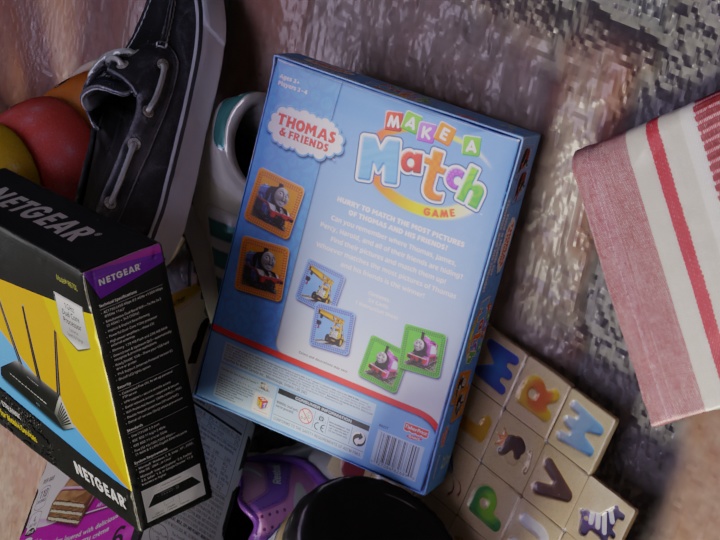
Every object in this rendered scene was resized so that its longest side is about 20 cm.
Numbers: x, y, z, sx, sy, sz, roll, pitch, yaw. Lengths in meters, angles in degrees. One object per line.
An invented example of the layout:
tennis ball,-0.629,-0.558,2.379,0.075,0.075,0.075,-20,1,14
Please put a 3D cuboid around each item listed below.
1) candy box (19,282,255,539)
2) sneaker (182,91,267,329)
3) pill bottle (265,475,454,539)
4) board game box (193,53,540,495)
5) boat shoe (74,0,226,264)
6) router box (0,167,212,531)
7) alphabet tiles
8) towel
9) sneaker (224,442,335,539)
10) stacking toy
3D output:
candy box,-0.131,0.113,1.007,0.136,0.061,0.201,-23,40,41
sneaker,-0.048,-0.011,0.974,0.093,0.070,0.201,-37,71,49
pill bottle,-0.034,0.210,0.916,0.112,0.111,0.200,55,132,19
board game box,0.000,0.000,0.907,0.150,0.037,0.202,21,106,21
boat shoe,-0.131,-0.101,0.980,0.071,0.067,0.202,-19,56,50
router box,-0.163,0.037,0.921,0.199,0.051,0.151,22,127,52
alphabet tiles,0.060,0.119,0.910,0.200,0.006,0.168,37,111,40
towel,0.196,-0.018,0.771,0.199,0.023,0.145,-21,83,43
sneaker,-0.092,0.154,1.049,0.199,0.088,0.081,-14,92,46
stacking toy,-0.214,-0.051,1.036,0.145,0.199,0.148,12,108,41
